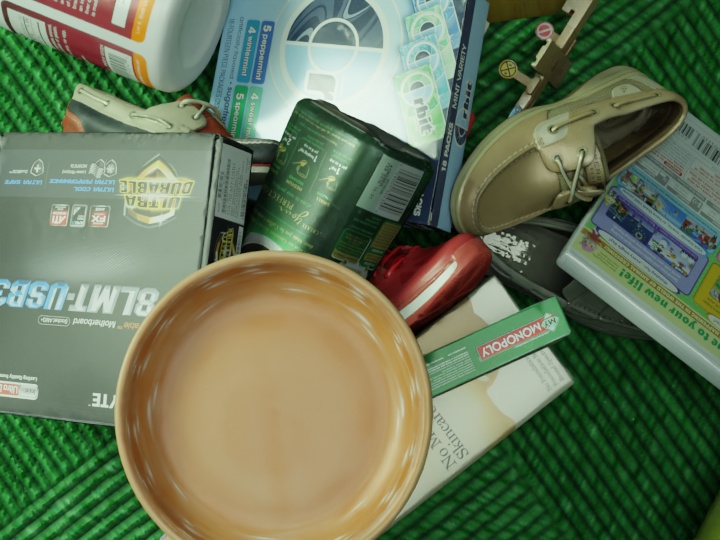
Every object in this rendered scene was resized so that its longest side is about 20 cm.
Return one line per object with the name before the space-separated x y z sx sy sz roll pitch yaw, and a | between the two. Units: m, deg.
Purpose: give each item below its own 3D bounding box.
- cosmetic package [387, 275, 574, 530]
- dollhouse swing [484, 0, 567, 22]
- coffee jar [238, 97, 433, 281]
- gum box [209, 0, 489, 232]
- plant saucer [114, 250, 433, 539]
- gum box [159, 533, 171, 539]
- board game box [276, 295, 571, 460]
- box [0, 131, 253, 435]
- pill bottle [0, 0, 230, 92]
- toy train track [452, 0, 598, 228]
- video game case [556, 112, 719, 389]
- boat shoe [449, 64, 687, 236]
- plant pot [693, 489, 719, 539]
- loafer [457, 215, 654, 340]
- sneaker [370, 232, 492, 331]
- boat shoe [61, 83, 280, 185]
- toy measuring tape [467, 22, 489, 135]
cosmetic package | 0.050 0.104 1.174 0.200 0.071 0.105 -39 88 -3
dollhouse swing | 0.150 -0.310 1.150 0.174 0.182 0.202 -13 80 6
coffee jar | -0.037 -0.009 1.079 0.104 0.085 0.201 34 100 38
gum box | -0.016 -0.126 1.156 0.198 0.044 0.172 8 86 27
plant saucer | -0.054 0.089 0.988 0.198 0.037 0.202 0 85 1
gum box | -0.043 0.240 1.167 0.113 0.066 0.200 -40 89 -4
board game box | 0.043 0.075 1.073 0.199 0.135 0.029 -24 83 -1
box | -0.176 0.007 1.080 0.198 0.050 0.201 4 82 29
pill bottle | -0.204 -0.216 1.154 0.199 0.113 0.114 23 87 12
toy train track | 0.110 -0.125 1.176 0.032 0.115 0.201 33 96 13
video game case | 0.266 -0.010 1.173 0.199 0.022 0.182 37 58 0
boat shoe | 0.151 -0.084 1.137 0.199 0.064 0.072 -36 130 -20
plant pot | 0.334 0.186 1.141 0.186 0.187 0.202 20 72 -1
loafer | 0.167 0.004 1.183 0.198 0.070 0.071 18 87 -1
sneaker | 0.000 0.000 1.134 0.200 0.078 0.116 -38 81 39
boat shoe | -0.138 -0.099 1.152 0.198 0.071 0.063 8 84 31
toy measuring tape | 0.068 -0.149 1.189 0.073 0.074 0.201 26 87 0
